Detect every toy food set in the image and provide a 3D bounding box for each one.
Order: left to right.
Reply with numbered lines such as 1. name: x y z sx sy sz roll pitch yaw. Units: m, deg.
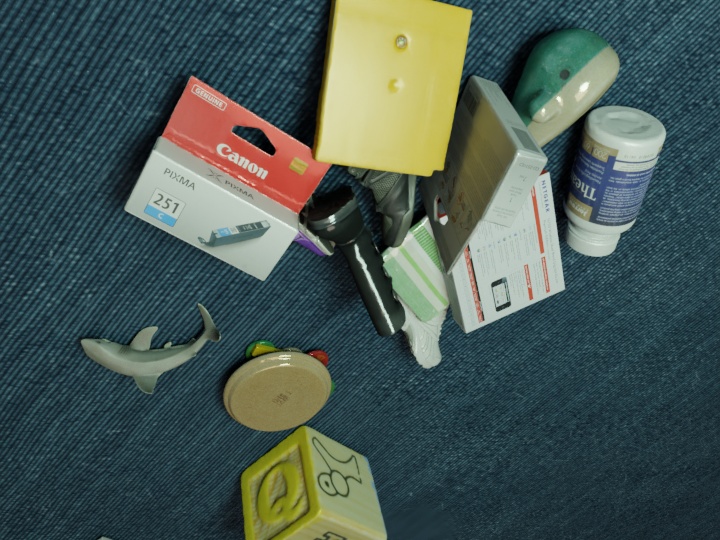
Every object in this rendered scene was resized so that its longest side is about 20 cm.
1. toy food set: -0.140 0.206 1.109 0.197 0.049 0.199 20 121 -29

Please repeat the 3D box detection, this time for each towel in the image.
1. towel: 0.132 -0.029 0.973 0.199 0.023 0.153 -41 120 3

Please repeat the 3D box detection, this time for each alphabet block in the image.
1. alphabet block: -0.094 0.457 1.236 0.196 0.197 0.199 -40 128 16

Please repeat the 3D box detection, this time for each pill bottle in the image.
1. pill bottle: 0.363 -0.126 0.939 0.108 0.112 0.204 -7 130 -10

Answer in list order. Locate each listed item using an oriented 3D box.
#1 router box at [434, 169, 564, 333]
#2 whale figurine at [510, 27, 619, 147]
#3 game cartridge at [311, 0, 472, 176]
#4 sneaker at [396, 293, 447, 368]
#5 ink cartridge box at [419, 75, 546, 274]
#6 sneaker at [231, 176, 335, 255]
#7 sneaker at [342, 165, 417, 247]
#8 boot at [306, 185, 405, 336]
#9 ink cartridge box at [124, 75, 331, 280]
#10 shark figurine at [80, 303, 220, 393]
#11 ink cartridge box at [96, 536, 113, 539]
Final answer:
1. router box: 0.208 -0.030 0.956 0.176 0.049 0.204 -22 118 -8
2. whale figurine: 0.234 -0.224 0.828 0.104 0.159 0.200 49 123 4
3. game cartridge: 0.037 -0.224 0.769 0.172 0.032 0.205 4 106 -20
4. sneaker: 0.114 0.086 1.068 0.098 0.079 0.202 -27 132 2
5. ink cartridge box: 0.144 -0.121 0.809 0.044 0.202 0.179 12 127 -18
6. sneaker: -0.118 -0.080 0.875 0.198 0.082 0.083 33 129 -24
7. sneaker: 0.020 -0.123 0.868 0.111 0.077 0.203 -5 127 -10
8. boot: 0.000 0.000 0.855 0.064 0.165 0.204 -16 105 14
9. ink cartridge box: -0.158 -0.102 0.773 0.197 0.045 0.177 27 119 -22
10. shark figurine: -0.306 0.143 0.984 0.209 0.091 0.130 -12 133 -4
11. ink cartridge box: -0.510 0.678 1.325 0.143 0.149 0.200 -35 130 14
